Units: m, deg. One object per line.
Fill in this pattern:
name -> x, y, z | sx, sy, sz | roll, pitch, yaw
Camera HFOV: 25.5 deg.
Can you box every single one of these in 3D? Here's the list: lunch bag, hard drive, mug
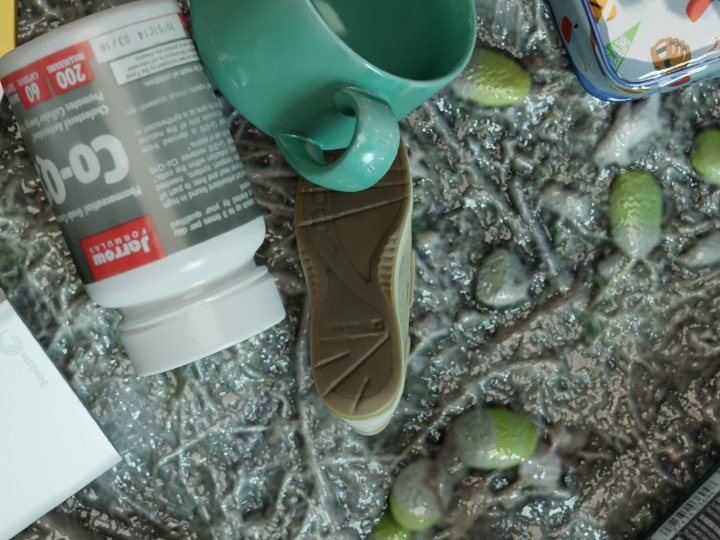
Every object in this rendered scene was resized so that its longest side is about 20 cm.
lunch bag -> 0.213, -0.204, 1.003 | 0.200, 0.076, 0.161 | -21, 88, -7
hard drive -> -0.256, 0.119, 0.925 | 0.200, 0.027, 0.132 | -35, 120, -10
mug -> -0.030, -0.138, 0.922 | 0.152, 0.114, 0.185 | 46, 43, -14

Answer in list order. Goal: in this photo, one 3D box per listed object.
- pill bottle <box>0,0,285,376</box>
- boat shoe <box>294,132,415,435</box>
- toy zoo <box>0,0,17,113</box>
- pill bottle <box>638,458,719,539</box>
pill bottle -> -0.124, -0.048, 0.930 | 0.114, 0.114, 0.200 | -22, 95, -7
boat shoe -> 0.000, 0.000, 0.974 | 0.072, 0.065, 0.201 | -4, 70, 6
toy zoo -> -0.289, -0.137, 0.963 | 0.199, 0.020, 0.132 | 10, 87, -7
pill bottle -> 0.268, 0.145, 0.980 | 0.200, 0.106, 0.106 | -43, 93, -7
